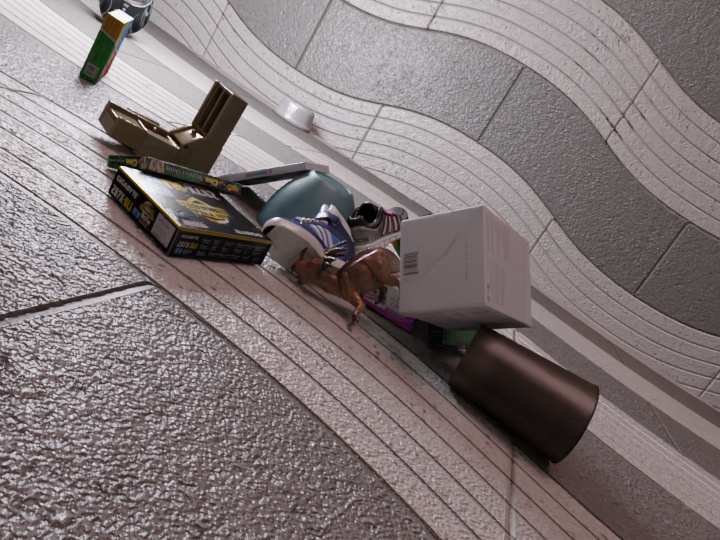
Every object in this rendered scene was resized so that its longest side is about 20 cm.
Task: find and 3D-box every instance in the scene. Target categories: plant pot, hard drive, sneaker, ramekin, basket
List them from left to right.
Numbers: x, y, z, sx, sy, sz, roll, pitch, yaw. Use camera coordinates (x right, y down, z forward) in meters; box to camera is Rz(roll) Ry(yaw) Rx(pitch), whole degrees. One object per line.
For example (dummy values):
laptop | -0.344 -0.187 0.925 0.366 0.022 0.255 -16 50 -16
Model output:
ramekin | -0.312 -0.763 2.950 0.200 0.095 0.203 31 15 -9
sneaker | -0.089 -0.069 1.062 0.199 0.080 0.148 33 38 -35
plant pot | -0.087 -0.117 1.209 0.198 0.136 0.200 30 14 -8
sneaker | 0.035 -0.098 1.193 0.073 0.089 0.199 3 25 34
hard drive | 0.176 0.045 1.156 0.037 0.204 0.138 -7 -11 40
basket | 0.249 0.185 0.961 0.198 0.137 0.180 32 -1 13

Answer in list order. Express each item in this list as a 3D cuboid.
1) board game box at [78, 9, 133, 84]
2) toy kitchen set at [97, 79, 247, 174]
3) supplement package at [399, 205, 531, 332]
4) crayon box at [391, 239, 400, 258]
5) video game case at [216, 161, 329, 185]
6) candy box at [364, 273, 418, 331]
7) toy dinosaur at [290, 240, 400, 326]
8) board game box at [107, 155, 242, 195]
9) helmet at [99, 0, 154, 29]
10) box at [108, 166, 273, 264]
board game box | -0.593 -0.529 1.429 0.040 0.154 0.201 27 16 -24
toy kitchen set | -0.362 -0.308 1.142 0.199 0.182 0.163 24 15 -47
supplement package | 0.176 0.008 0.999 0.149 0.155 0.199 -8 -18 34
crayon box | 0.151 0.006 1.280 0.200 0.058 0.173 43 12 -38
video game case | -0.179 -0.200 1.273 0.196 0.018 0.143 -6 5 17
candy box | 0.049 0.026 1.184 0.135 0.061 0.200 33 13 -9
toy dinosaur | 0.000 0.000 0.989 0.138 0.197 0.086 68 -20 -8
board game box | -0.302 -0.156 1.007 0.103 0.024 0.199 6 -2 34
helmet | -0.864 -0.974 2.241 0.198 0.190 0.204 19 58 -33
box | -0.247 -0.078 0.906 0.159 0.050 0.199 38 15 27
